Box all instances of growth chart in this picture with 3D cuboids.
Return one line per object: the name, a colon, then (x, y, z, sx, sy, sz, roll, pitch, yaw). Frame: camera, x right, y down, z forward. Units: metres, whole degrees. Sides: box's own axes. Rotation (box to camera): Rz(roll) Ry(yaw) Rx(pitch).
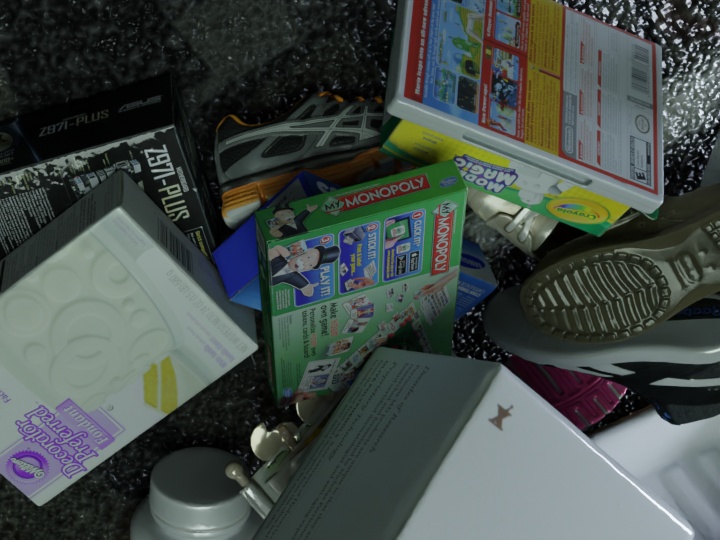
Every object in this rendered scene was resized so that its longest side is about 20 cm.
growth chart: (0.013, 0.137, 1.202, 0.200, 0.018, 0.145, -34, 90, -1)

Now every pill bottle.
pill bottle: (-0.127, 0.242, 1.288, 0.109, 0.109, 0.201, 0, 119, -8)

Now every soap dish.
soap dish: (0.255, 0.176, 1.248, 0.199, 0.158, 0.081, -20, 150, -25)

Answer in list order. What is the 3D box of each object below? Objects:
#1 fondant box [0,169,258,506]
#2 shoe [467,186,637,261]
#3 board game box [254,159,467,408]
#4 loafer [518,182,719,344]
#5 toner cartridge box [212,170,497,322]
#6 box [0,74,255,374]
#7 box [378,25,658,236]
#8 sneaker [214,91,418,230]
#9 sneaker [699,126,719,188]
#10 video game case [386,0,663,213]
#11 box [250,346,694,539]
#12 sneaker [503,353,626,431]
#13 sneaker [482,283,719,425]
fondant box: (-0.189, 0.049, 1.100, 0.200, 0.058, 0.144, -35, 119, 14)
shoe: (0.152, -0.037, 1.184, 0.199, 0.053, 0.070, 23, 120, -27)
board game box: (0.000, 0.014, 1.101, 0.134, 0.029, 0.200, -16, 146, -12)
loafer: (0.208, -0.008, 1.149, 0.199, 0.067, 0.076, -18, 110, 17)
toner cartridge box: (0.000, 0.000, 1.150, 0.095, 0.043, 0.200, -40, 144, 25)
box: (-0.178, -0.013, 1.148, 0.163, 0.086, 0.201, -16, 121, 2)
box: (0.114, -0.102, 1.119, 0.199, 0.118, 0.048, 19, 143, -16)
sneaker: (-0.009, -0.091, 1.136, 0.199, 0.078, 0.078, -15, 161, -17)
sneaker: (0.287, -0.077, 1.188, 0.073, 0.080, 0.200, 11, 135, -14)
video game case: (0.115, -0.129, 1.095, 0.199, 0.143, 0.017, 20, 144, -18)
box: (0.066, 0.187, 1.078, 0.199, 0.171, 0.200, 40, 73, -23)
sneaker: (0.117, 0.116, 1.272, 0.199, 0.082, 0.088, -28, 165, -7)
sneaker: (0.194, 0.070, 1.214, 0.199, 0.073, 0.112, 4, 143, 27)
